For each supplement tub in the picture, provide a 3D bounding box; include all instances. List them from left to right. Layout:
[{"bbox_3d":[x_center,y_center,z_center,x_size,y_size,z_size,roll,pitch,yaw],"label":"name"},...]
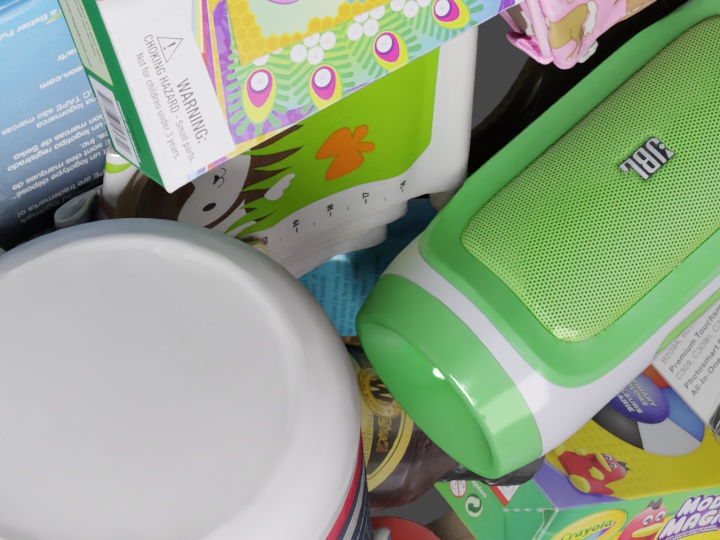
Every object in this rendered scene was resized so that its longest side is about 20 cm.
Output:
[{"bbox_3d":[-0.065,0.092,0.885,0.140,0.141,0.201,-28,148,-15],"label":"supplement tub"}]

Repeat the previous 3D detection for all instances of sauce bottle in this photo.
[{"bbox_3d":[-0.016,0.057,1.051,0.199,0.066,0.066,2,132,-40],"label":"sauce bottle"}]

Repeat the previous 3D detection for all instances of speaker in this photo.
[{"bbox_3d":[0.094,-0.021,0.973,0.200,0.088,0.089,-41,151,-16],"label":"speaker"}]

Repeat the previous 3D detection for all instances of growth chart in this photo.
[{"bbox_3d":[-0.040,-0.020,0.920,0.199,0.018,0.145,-32,150,-12],"label":"growth chart"}]

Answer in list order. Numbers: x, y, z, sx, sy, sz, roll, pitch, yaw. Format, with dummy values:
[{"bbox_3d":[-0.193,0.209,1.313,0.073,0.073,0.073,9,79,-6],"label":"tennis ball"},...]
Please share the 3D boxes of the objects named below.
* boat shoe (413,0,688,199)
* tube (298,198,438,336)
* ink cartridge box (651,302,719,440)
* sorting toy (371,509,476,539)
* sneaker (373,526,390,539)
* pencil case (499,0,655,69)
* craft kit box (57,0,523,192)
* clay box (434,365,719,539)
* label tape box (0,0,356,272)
[{"bbox_3d":[0.093,-0.050,1.090,0.201,0.073,0.063,-45,157,16],"label":"boat shoe"},{"bbox_3d":[0.000,0.000,1.030,0.198,0.051,0.078,-1,136,-6],"label":"tube"},{"bbox_3d":[0.210,0.044,1.206,0.146,0.200,0.084,8,125,-50],"label":"ink cartridge box"},{"bbox_3d":[0.074,0.164,1.232,0.198,0.200,0.070,-26,137,-18],"label":"sorting toy"},{"bbox_3d":[-0.049,0.092,1.138,0.081,0.076,0.200,-56,148,-15],"label":"sneaker"},{"bbox_3d":[0.120,-0.149,0.973,0.199,0.083,0.087,-31,156,-12],"label":"pencil case"},{"bbox_3d":[-0.009,-0.154,0.791,0.197,0.048,0.201,-31,122,-18],"label":"craft kit box"},{"bbox_3d":[0.110,0.067,1.215,0.199,0.115,0.048,-5,135,-43],"label":"clay box"},{"bbox_3d":[-0.067,-0.063,0.911,0.144,0.063,0.201,-28,150,-16],"label":"label tape box"}]
